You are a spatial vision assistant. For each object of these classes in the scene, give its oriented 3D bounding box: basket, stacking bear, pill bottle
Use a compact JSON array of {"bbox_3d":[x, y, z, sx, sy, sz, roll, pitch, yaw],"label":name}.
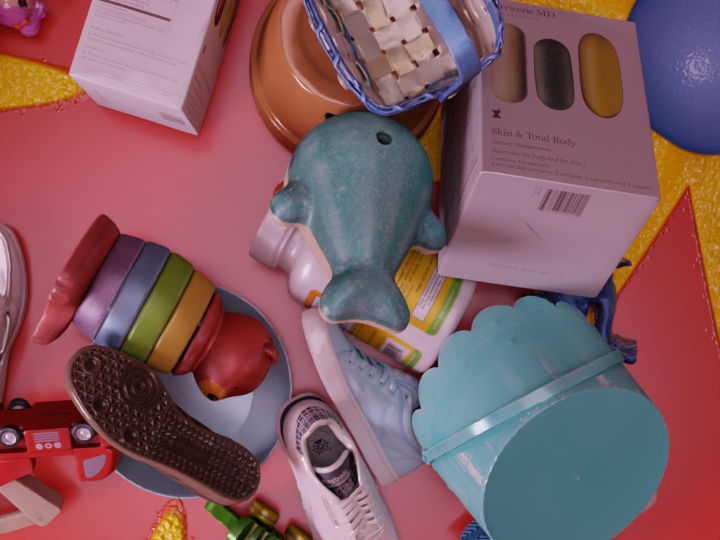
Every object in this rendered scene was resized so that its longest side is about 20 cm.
[{"bbox_3d":[0.032,-0.204,0.725,0.138,0.200,0.178,-28,88,-5],"label":"basket"},{"bbox_3d":[-0.169,0.046,0.849,0.198,0.122,0.115,30,50,-11],"label":"stacking bear"},{"bbox_3d":[0.000,0.000,0.896,0.198,0.111,0.112,30,85,-1],"label":"pill bottle"}]

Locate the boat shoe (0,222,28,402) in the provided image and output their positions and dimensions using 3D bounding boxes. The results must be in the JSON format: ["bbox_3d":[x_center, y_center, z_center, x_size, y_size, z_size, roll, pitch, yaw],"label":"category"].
[{"bbox_3d":[-0.359,0.052,0.893,0.070,0.069,0.203,4,86,-2],"label":"boat shoe"}]

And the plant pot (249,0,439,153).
[{"bbox_3d":[-0.010,-0.204,0.894,0.197,0.140,0.204,0,87,-2],"label":"plant pot"}]

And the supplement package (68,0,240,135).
[{"bbox_3d":[-0.180,-0.249,0.899,0.108,0.114,0.203,17,86,-1],"label":"supplement package"}]

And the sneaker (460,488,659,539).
[{"bbox_3d":[0.196,0.250,0.918,0.198,0.077,0.082,-23,105,-4],"label":"sneaker"}]

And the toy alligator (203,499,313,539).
[{"bbox_3d":[-0.066,0.280,0.904,0.199,0.054,0.060,36,86,-1],"label":"toy alligator"}]

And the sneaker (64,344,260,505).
[{"bbox_3d":[-0.181,0.144,0.831,0.200,0.075,0.071,42,58,-17],"label":"sneaker"}]

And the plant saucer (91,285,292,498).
[{"bbox_3d":[-0.164,0.113,0.916,0.198,0.039,0.204,0,86,-3],"label":"plant saucer"}]

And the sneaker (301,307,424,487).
[{"bbox_3d":[0.012,0.106,0.890,0.081,0.074,0.202,-28,118,-3],"label":"sneaker"}]

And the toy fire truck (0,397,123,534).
[{"bbox_3d":[-0.310,0.188,0.866,0.197,0.049,0.143,-3,117,-4],"label":"toy fire truck"}]

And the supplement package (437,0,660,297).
[{"bbox_3d":[0.158,-0.109,0.851,0.149,0.151,0.202,8,56,-6],"label":"supplement package"}]

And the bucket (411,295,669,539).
[{"bbox_3d":[0.158,0.141,0.836,0.204,0.135,0.210,-8,118,-16],"label":"bucket"}]

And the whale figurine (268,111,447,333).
[{"bbox_3d":[0.005,-0.048,0.789,0.157,0.104,0.202,12,49,-16],"label":"whale figurine"}]

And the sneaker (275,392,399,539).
[{"bbox_3d":[-0.015,0.211,0.885,0.076,0.080,0.202,-33,105,-17],"label":"sneaker"}]

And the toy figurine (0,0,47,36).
[{"bbox_3d":[-0.344,-0.296,0.906,0.197,0.150,0.187,10,100,-27],"label":"toy figurine"}]

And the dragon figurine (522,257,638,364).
[{"bbox_3d":[0.198,0.018,0.933,0.198,0.059,0.100,27,85,-3],"label":"dragon figurine"}]
